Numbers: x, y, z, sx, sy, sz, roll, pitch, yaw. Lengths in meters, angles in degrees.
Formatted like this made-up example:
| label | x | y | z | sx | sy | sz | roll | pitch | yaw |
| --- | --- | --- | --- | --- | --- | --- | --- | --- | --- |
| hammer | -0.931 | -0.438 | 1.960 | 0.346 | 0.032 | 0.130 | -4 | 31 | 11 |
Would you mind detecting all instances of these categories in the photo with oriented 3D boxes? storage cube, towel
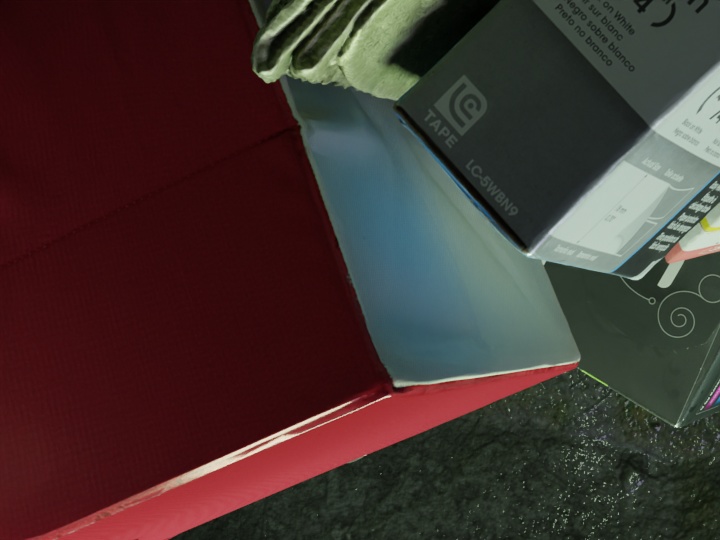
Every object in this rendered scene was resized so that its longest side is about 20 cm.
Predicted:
| label | x | y | z | sx | sy | sz | roll | pitch | yaw |
| --- | --- | --- | --- | --- | --- | --- | --- | --- | --- |
| storage cube | -0.060 | -0.008 | 0.787 | 0.180 | 0.171 | 0.200 | -24 | 171 | 22 |
| towel | 0.051 | -0.109 | 0.719 | 0.148 | 0.037 | 0.200 | -46 | 164 | 18 |

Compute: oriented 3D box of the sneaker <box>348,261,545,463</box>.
| label | x | y | z | sx | sy | sz | roll | pitch | yaw |
| --- | --- | --- | --- | --- | --- | --- | --- | --- | --- |
| sneaker | 0.032 | 0.022 | 1.092 | 0.092 | 0.076 | 0.200 | -24 | 169 | -40 |

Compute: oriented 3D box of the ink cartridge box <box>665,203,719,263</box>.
| label | x | y | z | sx | sy | sz | roll | pitch | yaw |
| --- | --- | --- | --- | --- | --- | --- | --- | --- | --- |
| ink cartridge box | 0.180 | -0.059 | 0.911 | 0.116 | 0.068 | 0.200 | -14 | 173 | -4 |

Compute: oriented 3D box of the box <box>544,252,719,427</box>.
| label | x | y | z | sx | sy | sz | roll | pitch | yaw |
| --- | --- | --- | --- | --- | --- | --- | --- | --- | --- |
| box | 0.162 | -0.011 | 1.269 | 0.125 | 0.148 | 0.200 | -63 | 161 | 13 |

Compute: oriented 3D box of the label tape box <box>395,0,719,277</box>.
| label | x | y | z | sx | sy | sz | roll | pitch | yaw |
| --- | --- | --- | --- | --- | --- | --- | --- | --- | --- |
| label tape box | 0.119 | -0.090 | 0.719 | 0.200 | 0.063 | 0.144 | -45 | 164 | 12 |
